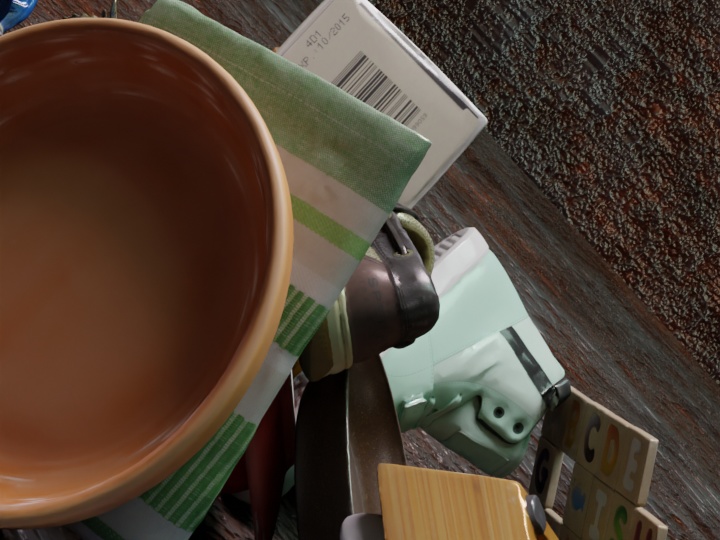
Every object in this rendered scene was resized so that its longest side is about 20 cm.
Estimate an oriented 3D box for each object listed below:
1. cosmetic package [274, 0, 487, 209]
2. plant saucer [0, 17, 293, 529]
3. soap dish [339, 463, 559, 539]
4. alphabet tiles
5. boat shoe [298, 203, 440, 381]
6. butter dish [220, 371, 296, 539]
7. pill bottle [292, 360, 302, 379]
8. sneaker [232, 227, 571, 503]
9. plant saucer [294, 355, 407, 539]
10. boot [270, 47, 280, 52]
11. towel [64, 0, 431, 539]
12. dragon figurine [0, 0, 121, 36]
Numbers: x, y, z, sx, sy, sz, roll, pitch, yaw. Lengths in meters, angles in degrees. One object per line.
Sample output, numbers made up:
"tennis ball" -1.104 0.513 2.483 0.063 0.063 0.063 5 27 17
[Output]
"cosmetic package" -0.008 -0.076 1.046 0.105 0.071 0.200 44 -8 -5
"plant saucer" -0.115 0.002 0.747 0.200 0.200 0.037 50 3 27
"soap dish" 0.060 0.190 0.762 0.158 0.081 0.201 56 20 -49
"alphabet tiles" 0.111 0.154 1.007 0.007 0.168 0.200 10 5 -12
"boat shoe" 0.000 -0.001 0.852 0.201 0.065 0.072 -101 -173 -77
"butter dish" -0.107 0.013 0.903 0.200 0.147 0.201 -99 -174 -70
"pill bottle" -0.059 0.013 1.112 0.200 0.109 0.109 44 11 -5
"sneaker" 0.029 0.081 1.036 0.118 0.200 0.074 51 -25 -8
"plant saucer" 0.001 0.128 0.893 0.200 0.032 0.202 -9 90 -83
"boot" -0.066 -0.072 1.269 0.074 0.155 0.200 45 11 7
"towel" -0.079 0.004 0.774 0.152 0.201 0.023 32 0 31
"dragon figurine" -0.190 -0.131 0.927 0.200 0.099 0.059 45 6 7
